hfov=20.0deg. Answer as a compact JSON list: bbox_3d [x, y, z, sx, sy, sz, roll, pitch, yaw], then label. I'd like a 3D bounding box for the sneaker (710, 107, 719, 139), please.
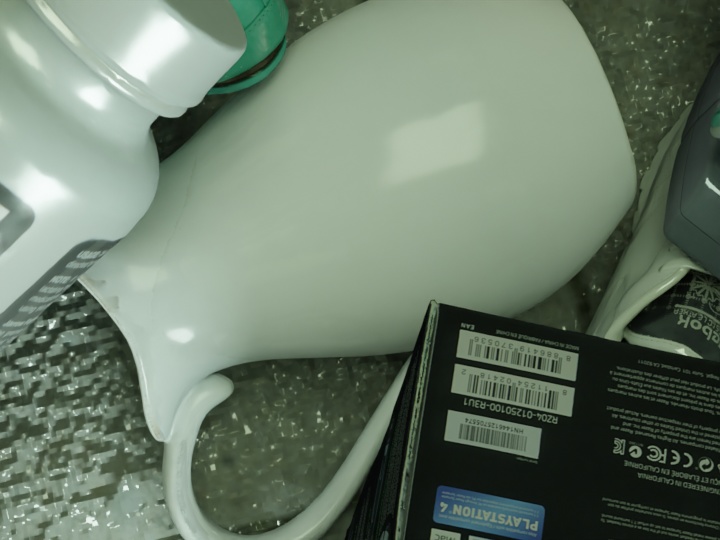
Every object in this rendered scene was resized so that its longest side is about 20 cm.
[{"bbox_3d":[0.208,-0.026,0.678,0.198,0.078,0.092,-8,79,-24],"label":"sneaker"}]

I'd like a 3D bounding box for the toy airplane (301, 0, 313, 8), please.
[{"bbox_3d":[0.023,-0.175,0.754,0.198,0.142,0.200,2,37,3],"label":"toy airplane"}]

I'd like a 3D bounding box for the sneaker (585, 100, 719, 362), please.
[{"bbox_3d":[0.129,0.000,0.743,0.076,0.081,0.201,25,72,4],"label":"sneaker"}]

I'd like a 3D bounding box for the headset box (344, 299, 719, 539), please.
[{"bbox_3d":[0.081,0.111,0.659,0.172,0.200,0.094,13,60,-4],"label":"headset box"}]

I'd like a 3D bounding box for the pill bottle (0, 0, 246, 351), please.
[{"bbox_3d":[-0.132,-0.029,0.619,0.200,0.111,0.111,-42,84,14],"label":"pill bottle"}]

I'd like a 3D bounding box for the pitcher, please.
[{"bbox_3d":[0.000,0.000,0.723,0.198,0.121,0.173,-23,106,-3],"label":"pitcher"}]

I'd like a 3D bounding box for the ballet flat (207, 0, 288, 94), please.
[{"bbox_3d":[-0.119,-0.093,0.704,0.198,0.071,0.068,-4,40,26],"label":"ballet flat"}]

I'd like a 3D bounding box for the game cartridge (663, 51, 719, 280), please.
[{"bbox_3d":[0.192,-0.052,0.742,0.133,0.041,0.200,35,52,4],"label":"game cartridge"}]
